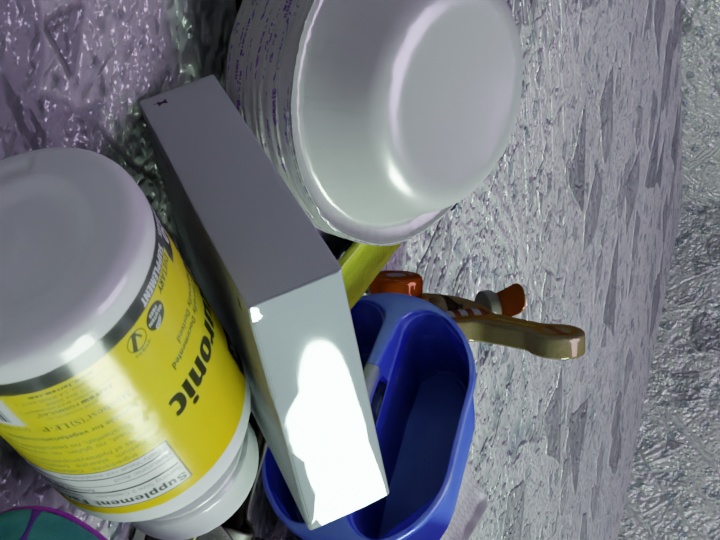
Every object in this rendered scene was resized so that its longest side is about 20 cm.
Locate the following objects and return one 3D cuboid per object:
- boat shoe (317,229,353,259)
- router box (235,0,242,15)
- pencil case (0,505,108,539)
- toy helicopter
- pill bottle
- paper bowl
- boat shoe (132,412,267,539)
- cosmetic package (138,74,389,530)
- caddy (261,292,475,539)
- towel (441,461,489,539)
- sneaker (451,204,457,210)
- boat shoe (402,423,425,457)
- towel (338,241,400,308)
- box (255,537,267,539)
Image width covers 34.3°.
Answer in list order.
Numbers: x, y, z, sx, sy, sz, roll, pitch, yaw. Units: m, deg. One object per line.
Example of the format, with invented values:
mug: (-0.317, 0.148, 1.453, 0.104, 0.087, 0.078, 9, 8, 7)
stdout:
boat shoe: (-0.025, -0.041, 0.820, 0.075, 0.061, 0.201, 76, 30, -46)
router box: (0.005, -0.168, 0.789, 0.199, 0.051, 0.151, -28, 125, -40)
pencil case: (-0.169, 0.201, 0.480, 0.085, 0.092, 0.201, -54, -169, 49)
toy helicopter: (0.107, 0.047, 1.000, 0.131, 0.198, 0.080, -10, 106, -50)
pill bottle: (-0.115, 0.047, 0.541, 0.201, 0.110, 0.112, 69, 34, -52)
paper bowl: (0.023, -0.115, 0.710, 0.199, 0.104, 0.204, -20, 118, -41)
boat shoe: (-0.093, 0.149, 0.698, 0.072, 0.060, 0.204, 28, 70, -68)
cosmetic package: (-0.053, 0.010, 0.613, 0.201, 0.051, 0.152, -124, -164, -48)
caddy: (0.010, 0.114, 0.848, 0.105, 0.139, 0.202, 69, 33, -56)
towel: (0.055, 0.169, 1.044, 0.193, 0.032, 0.200, 69, 23, -5)
sneaker: (0.033, -0.066, 0.953, 0.201, 0.069, 0.109, -67, 152, -43)
boat shoe: (0.001, 0.207, 0.909, 0.203, 0.064, 0.073, -70, -164, -5)
towel: (0.000, 0.000, 0.828, 0.201, 0.018, 0.086, -52, 168, -17)
box: (-0.039, 0.306, 0.812, 0.133, 0.113, 0.202, -62, 153, -46)
